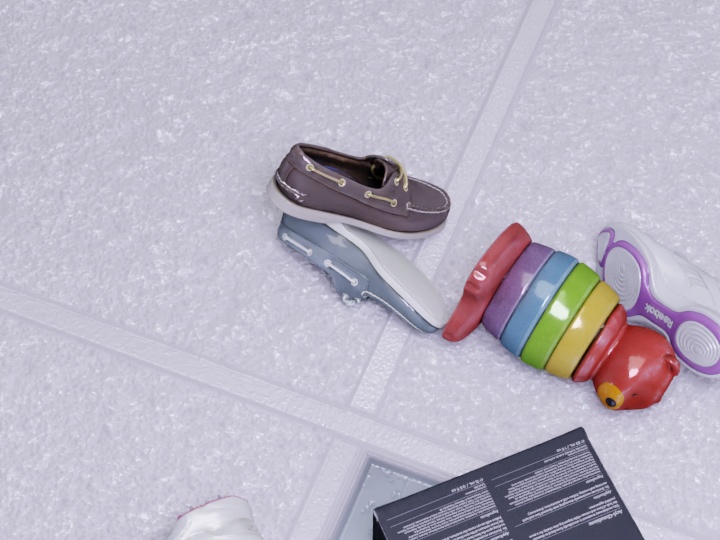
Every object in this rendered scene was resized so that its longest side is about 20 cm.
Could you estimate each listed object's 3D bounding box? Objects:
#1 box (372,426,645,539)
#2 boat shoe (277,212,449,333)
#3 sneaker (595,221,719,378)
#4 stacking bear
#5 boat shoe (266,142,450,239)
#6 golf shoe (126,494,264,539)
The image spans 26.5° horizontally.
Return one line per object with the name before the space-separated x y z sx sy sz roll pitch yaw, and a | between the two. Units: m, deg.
box | 0.127 0.239 1.281 0.199 0.079 0.142 -19 57 -12
boat shoe | 0.000 0.000 1.459 0.200 0.073 0.062 42 109 16
sneaker | 0.299 0.027 1.433 0.099 0.075 0.200 -7 43 -40
stacking bear | 0.194 0.054 1.386 0.199 0.122 0.114 34 53 10
boat shoe | 0.009 -0.078 1.449 0.199 0.060 0.072 8 37 -31
golf shoe | -0.166 0.265 1.271 0.199 0.075 0.092 -27 64 -15
